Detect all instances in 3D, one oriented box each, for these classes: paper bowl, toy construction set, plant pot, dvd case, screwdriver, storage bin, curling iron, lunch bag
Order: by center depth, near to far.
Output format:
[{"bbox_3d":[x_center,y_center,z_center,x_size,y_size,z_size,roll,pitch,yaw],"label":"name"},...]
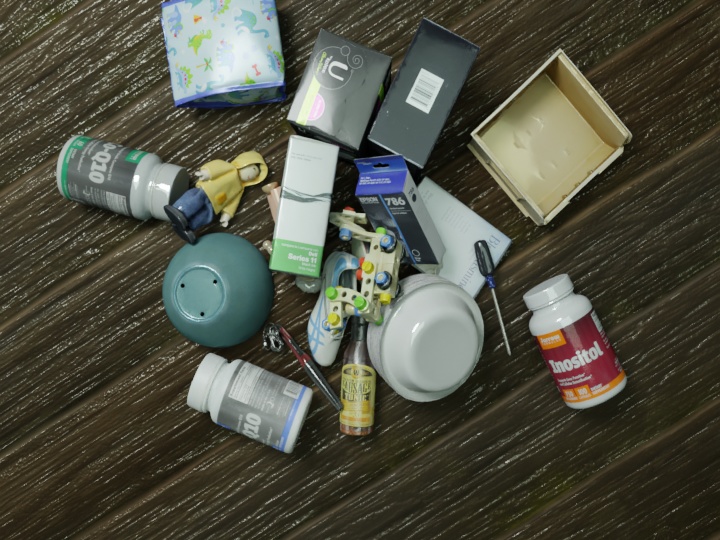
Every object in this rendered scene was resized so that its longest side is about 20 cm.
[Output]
[{"bbox_3d":[0.000,0.000,0.985,0.128,0.091,0.207,-5,77,30],"label":"toy construction set"},{"bbox_3d":[0.115,0.116,1.021,0.195,0.104,0.207,-5,105,-19],"label":"paper bowl"},{"bbox_3d":[0.317,-0.216,1.050,0.199,0.094,0.199,-42,89,2],"label":"storage bin"},{"bbox_3d":[-0.230,-0.373,1.052,0.194,0.127,0.176,-9,91,-8],"label":"lunch bag"},{"bbox_3d":[-0.255,0.037,1.054,0.193,0.135,0.207,0,91,3],"label":"plant pot"},{"bbox_3d":[0.235,0.046,1.068,0.029,0.028,0.205,-20,87,31],"label":"screwdriver"},{"bbox_3d":[-0.101,0.170,1.086,0.199,0.026,0.050,43,78,12],"label":"curling iron"},{"bbox_3d":[0.152,-0.050,1.095,0.198,0.018,0.144,36,91,1],"label":"dvd case"}]

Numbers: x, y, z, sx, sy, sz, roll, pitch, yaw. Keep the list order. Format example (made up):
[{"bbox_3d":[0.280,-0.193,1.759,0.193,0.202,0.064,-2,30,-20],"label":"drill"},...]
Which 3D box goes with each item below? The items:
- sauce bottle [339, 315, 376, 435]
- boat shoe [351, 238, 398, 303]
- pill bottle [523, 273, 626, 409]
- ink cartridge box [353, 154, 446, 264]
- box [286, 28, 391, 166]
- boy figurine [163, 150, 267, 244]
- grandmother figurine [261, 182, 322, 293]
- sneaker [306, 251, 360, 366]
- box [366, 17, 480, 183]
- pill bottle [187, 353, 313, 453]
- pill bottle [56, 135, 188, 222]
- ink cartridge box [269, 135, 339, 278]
[{"bbox_3d":[-0.003,0.181,1.082,0.064,0.066,0.207,1,91,2],"label":"sauce bottle"},{"bbox_3d":[0.040,0.028,1.076,0.061,0.071,0.205,-21,93,-16],"label":"boat shoe"},{"bbox_3d":[0.355,0.117,1.043,0.111,0.113,0.204,-27,89,2],"label":"pill bottle"},{"bbox_3d":[0.059,-0.091,0.995,0.040,0.097,0.202,-57,132,-33],"label":"ink cartridge box"},{"bbox_3d":[-0.027,-0.269,1.008,0.121,0.200,0.152,21,92,1],"label":"box"},{"bbox_3d":[-0.241,-0.132,1.068,0.064,0.126,0.199,29,58,32],"label":"boy figurine"},{"bbox_3d":[-0.115,-0.057,1.087,0.118,0.060,0.205,-21,87,12],"label":"grandmother figurine"},{"bbox_3d":[-0.042,0.071,1.062,0.071,0.071,0.206,20,104,40],"label":"sneaker"},{"bbox_3d":[0.097,-0.266,1.013,0.102,0.182,0.204,26,91,2],"label":"box"},{"bbox_3d":[-0.189,0.224,1.064,0.195,0.114,0.117,21,92,2],"label":"pill bottle"},{"bbox_3d":[-0.405,-0.155,1.068,0.194,0.113,0.117,14,91,1],"label":"pill bottle"},{"bbox_3d":[-0.091,-0.095,0.992,0.080,0.147,0.207,9,88,-6],"label":"ink cartridge box"}]
